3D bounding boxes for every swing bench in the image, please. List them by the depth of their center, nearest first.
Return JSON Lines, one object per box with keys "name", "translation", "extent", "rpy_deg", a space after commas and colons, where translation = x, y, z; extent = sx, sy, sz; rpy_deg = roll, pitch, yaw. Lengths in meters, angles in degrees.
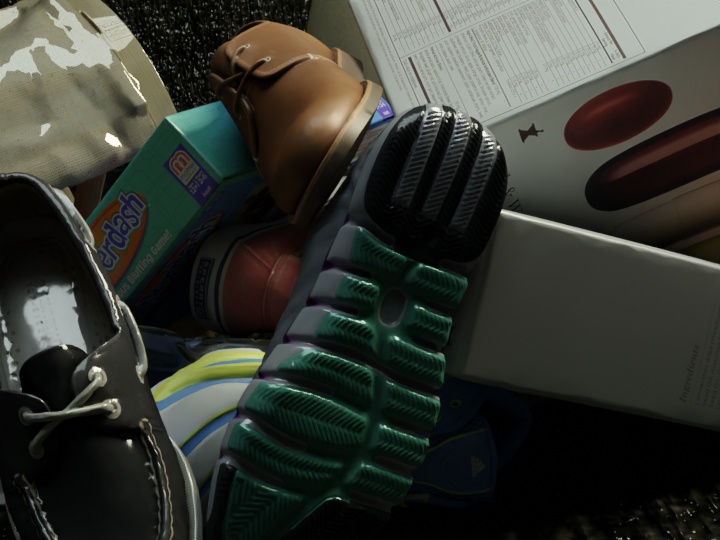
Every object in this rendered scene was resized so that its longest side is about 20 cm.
{"name": "swing bench", "translation": [-0.228, -0.056, 0.856], "extent": [0.198, 0.130, 0.200], "rpy_deg": [-24, -7, -30]}

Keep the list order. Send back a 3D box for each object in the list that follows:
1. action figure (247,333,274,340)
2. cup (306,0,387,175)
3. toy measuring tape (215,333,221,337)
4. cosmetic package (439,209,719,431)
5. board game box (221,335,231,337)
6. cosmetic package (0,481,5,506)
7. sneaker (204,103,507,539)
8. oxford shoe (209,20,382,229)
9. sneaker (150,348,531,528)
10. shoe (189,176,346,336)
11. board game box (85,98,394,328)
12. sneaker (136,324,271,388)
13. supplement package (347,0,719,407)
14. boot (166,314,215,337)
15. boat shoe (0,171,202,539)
{"name": "action figure", "translation": [-0.016, 0.036, 0.976], "extent": [0.118, 0.055, 0.200], "rpy_deg": [-14, 8, -27]}
{"name": "cup", "translation": [0.044, -0.153, 1.065], "extent": [0.199, 0.144, 0.200], "rpy_deg": [-17, -13, -4]}
{"name": "toy measuring tape", "translation": [-0.147, 0.033, 1.034], "extent": [0.199, 0.074, 0.073], "rpy_deg": [-11, 5, 33]}
{"name": "cosmetic package", "translation": [0.111, 0.022, 0.720], "extent": [0.199, 0.072, 0.101], "rpy_deg": [12, 3, -26]}
{"name": "board game box", "translation": [-0.126, 0.015, 1.198], "extent": [0.135, 0.035, 0.200], "rpy_deg": [-3, 10, 15]}
{"name": "cosmetic package", "translation": [-0.229, 0.073, 0.780], "extent": [0.199, 0.083, 0.051], "rpy_deg": [-4, 10, 3]}
{"name": "sneaker", "translation": [-0.005, 0.031, 0.648], "extent": [0.074, 0.201, 0.088], "rpy_deg": [28, -5, -14]}
{"name": "oxford shoe", "translation": [-0.036, -0.071, 0.727], "extent": [0.071, 0.071, 0.200], "rpy_deg": [30, 10, -14]}
{"name": "sneaker", "translation": [-0.005, 0.069, 0.692], "extent": [0.105, 0.076, 0.199], "rpy_deg": [5, 13, 45]}
{"name": "shoe", "translation": [0.000, 0.000, 0.852], "extent": [0.091, 0.072, 0.200], "rpy_deg": [12, 16, 24]}
{"name": "board game box", "translation": [-0.079, -0.031, 0.865], "extent": [0.152, 0.045, 0.200], "rpy_deg": [-48, -8, 27]}
{"name": "sneaker", "translation": [-0.076, 0.069, 0.758], "extent": [0.199, 0.079, 0.075], "rpy_deg": [9, -4, -33]}
{"name": "supplement package", "translation": [0.128, -0.071, 0.825], "extent": [0.199, 0.192, 0.147], "rpy_deg": [-23, 42, 4]}
{"name": "boot", "translation": [-0.196, 0.052, 0.932], "extent": [0.144, 0.071, 0.201], "rpy_deg": [-5, 3, 40]}
{"name": "boat shoe", "translation": [-0.113, 0.045, 0.627], "extent": [0.074, 0.060, 0.201], "rpy_deg": [-17, 53, -3]}
